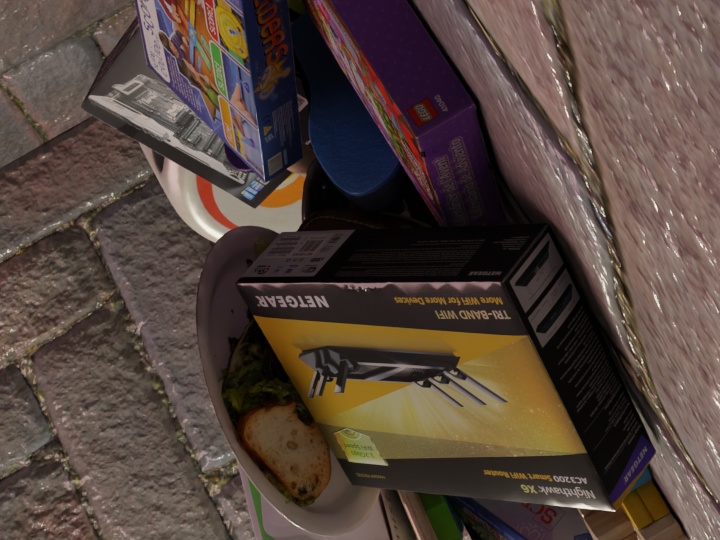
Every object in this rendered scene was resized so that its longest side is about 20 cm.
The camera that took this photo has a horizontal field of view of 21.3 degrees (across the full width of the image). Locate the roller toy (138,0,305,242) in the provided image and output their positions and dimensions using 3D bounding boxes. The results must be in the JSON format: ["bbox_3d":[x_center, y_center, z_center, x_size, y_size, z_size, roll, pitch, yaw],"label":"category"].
[{"bbox_3d":[-0.085,-0.115,1.575,0.140,0.182,0.200,57,176,49],"label":"roller toy"}]

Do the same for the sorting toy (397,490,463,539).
[{"bbox_3d":[0.061,0.192,1.273,0.185,0.036,0.201,46,-155,-86],"label":"sorting toy"}]

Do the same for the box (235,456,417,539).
[{"bbox_3d":[-0.020,0.144,1.358,0.177,0.096,0.201,55,-163,-63],"label":"box"}]

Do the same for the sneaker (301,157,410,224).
[{"bbox_3d":[0.000,0.000,1.331,0.201,0.075,0.116,68,171,-20],"label":"sneaker"}]

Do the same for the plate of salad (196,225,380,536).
[{"bbox_3d":[-0.032,0.064,1.179,0.200,0.048,0.201,40,-142,-42],"label":"plate of salad"}]

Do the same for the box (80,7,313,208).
[{"bbox_3d":[-0.099,-0.134,1.386,0.157,0.050,0.200,30,152,-14],"label":"box"}]

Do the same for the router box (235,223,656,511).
[{"bbox_3d":[0.045,0.052,1.058,0.199,0.052,0.158,-1,127,44],"label":"router box"}]

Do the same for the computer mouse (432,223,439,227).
[{"bbox_3d":[0.098,0.053,1.255,0.201,0.058,0.034,62,-167,-14],"label":"computer mouse"}]

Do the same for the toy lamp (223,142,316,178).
[{"bbox_3d":[-0.014,-0.063,1.348,0.200,0.058,0.058,23,-152,-48],"label":"toy lamp"}]

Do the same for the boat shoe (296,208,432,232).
[{"bbox_3d":[0.036,0.008,1.131,0.202,0.075,0.075,24,175,28],"label":"boat shoe"}]

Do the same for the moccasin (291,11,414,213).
[{"bbox_3d":[0.008,-0.102,1.224,0.068,0.080,0.200,56,-164,-40],"label":"moccasin"}]

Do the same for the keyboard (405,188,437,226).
[{"bbox_3d":[0.081,-0.003,1.371,0.104,0.039,0.200,-81,-33,-57],"label":"keyboard"}]

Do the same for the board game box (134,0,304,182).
[{"bbox_3d":[-0.095,-0.162,1.184,0.135,0.034,0.200,45,158,27],"label":"board game box"}]

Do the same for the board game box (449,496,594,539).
[{"bbox_3d":[0.156,0.214,1.284,0.200,0.041,0.200,35,166,28],"label":"board game box"}]

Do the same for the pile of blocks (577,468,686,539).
[{"bbox_3d":[0.120,0.094,1.155,0.200,0.062,0.082,59,178,20],"label":"pile of blocks"}]

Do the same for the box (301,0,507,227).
[{"bbox_3d":[0.012,-0.123,1.088,0.200,0.039,0.137,59,178,28],"label":"box"}]
